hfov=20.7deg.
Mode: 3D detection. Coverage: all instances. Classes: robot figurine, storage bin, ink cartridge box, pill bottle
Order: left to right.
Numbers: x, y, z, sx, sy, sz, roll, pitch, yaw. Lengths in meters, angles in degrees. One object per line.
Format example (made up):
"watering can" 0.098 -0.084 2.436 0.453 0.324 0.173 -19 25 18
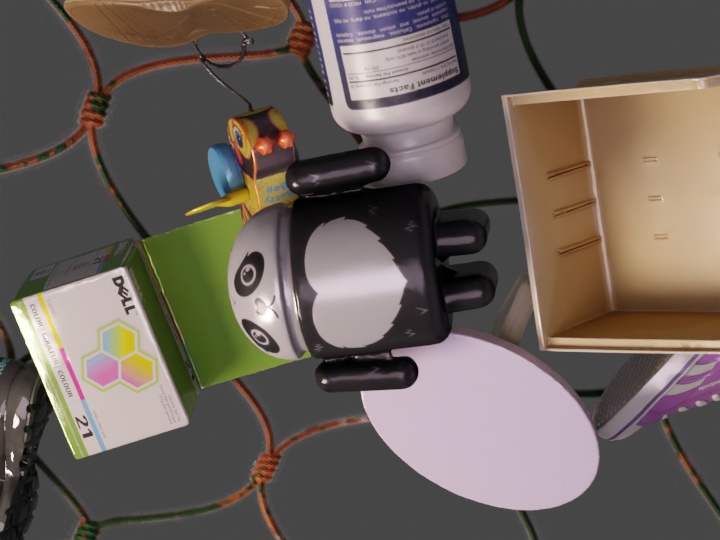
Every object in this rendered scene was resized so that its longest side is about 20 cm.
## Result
"ink cartridge box" -0.160 0.048 1.601 0.199 0.076 0.148 -18 107 11
"robot figurine" 0.000 0.002 1.470 0.199 0.151 0.125 -7 153 8
"pill bottle" 0.023 -0.170 1.497 0.111 0.111 0.201 -10 108 7
"storage bin" 0.224 -0.046 1.472 0.198 0.094 0.201 0 102 45

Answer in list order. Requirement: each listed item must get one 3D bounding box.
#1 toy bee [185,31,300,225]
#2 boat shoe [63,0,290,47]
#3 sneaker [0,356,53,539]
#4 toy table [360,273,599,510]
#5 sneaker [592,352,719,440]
"toy bee" -0.082 -0.081 1.525 0.131 0.109 0.200 -39 113 -9
"boat shoe" -0.136 -0.216 1.502 0.199 0.073 0.063 0 68 28
"sneaker" -0.312 0.164 1.662 0.079 0.075 0.201 15 102 10
"toy table" 0.096 0.101 1.582 0.200 0.117 0.184 39 107 -9
"sneaker" 0.288 0.091 1.592 0.200 0.073 0.114 -43 105 15
